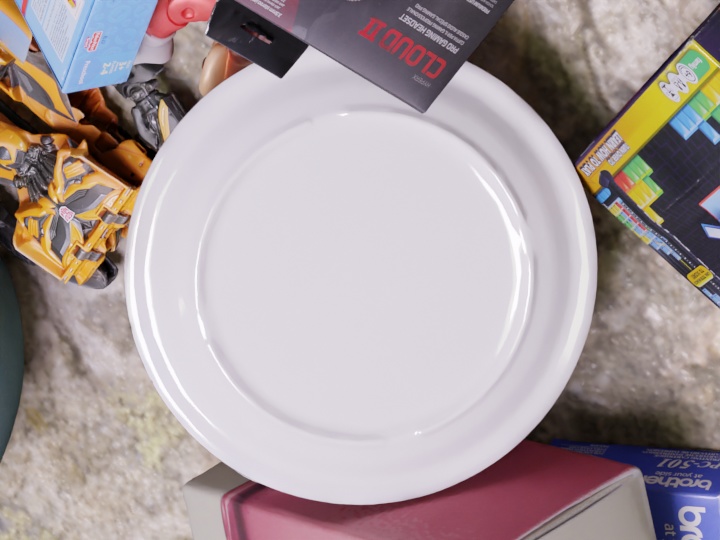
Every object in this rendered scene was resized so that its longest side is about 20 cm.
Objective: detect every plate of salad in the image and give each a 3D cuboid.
[{"bbox_3d":[0.000,0.000,1.145,0.199,0.048,0.201,-1,101,-4],"label":"plate of salad"}]

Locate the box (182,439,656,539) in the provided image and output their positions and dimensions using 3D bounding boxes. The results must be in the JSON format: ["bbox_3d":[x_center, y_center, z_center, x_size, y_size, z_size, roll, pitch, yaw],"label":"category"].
[{"bbox_3d":[0.031,0.147,1.211,0.200,0.109,0.128,10,120,48],"label":"box"}]

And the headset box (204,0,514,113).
[{"bbox_3d":[0.013,-0.162,1.031,0.200,0.149,0.075,-51,51,10],"label":"headset box"}]

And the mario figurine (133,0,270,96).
[{"bbox_3d":[-0.043,-0.140,1.155,0.123,0.106,0.200,18,136,18],"label":"mario figurine"}]

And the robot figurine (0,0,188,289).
[{"bbox_3d":[-0.169,-0.075,1.270,0.200,0.058,0.145,41,128,2],"label":"robot figurine"}]

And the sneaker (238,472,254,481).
[{"bbox_3d":[0.010,0.008,1.216,0.200,0.088,0.081,-42,93,13],"label":"sneaker"}]

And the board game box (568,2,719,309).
[{"bbox_3d":[0.178,-0.025,1.057,0.165,0.057,0.200,43,166,3],"label":"board game box"}]

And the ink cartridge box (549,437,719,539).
[{"bbox_3d":[0.136,0.178,1.257,0.094,0.044,0.200,3,115,24],"label":"ink cartridge box"}]

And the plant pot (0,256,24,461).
[{"bbox_3d":[-0.242,0.035,1.313,0.200,0.135,0.201,13,123,21],"label":"plant pot"}]

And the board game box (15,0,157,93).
[{"bbox_3d":[-0.133,-0.199,1.126,0.200,0.037,0.151,59,144,26],"label":"board game box"}]
